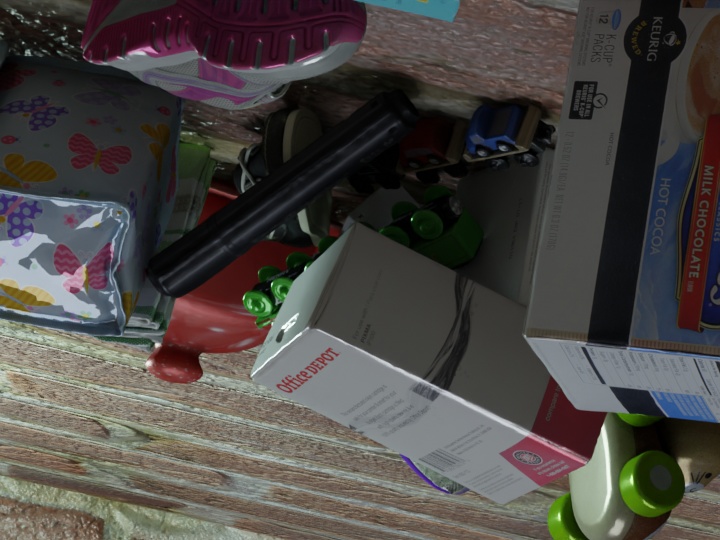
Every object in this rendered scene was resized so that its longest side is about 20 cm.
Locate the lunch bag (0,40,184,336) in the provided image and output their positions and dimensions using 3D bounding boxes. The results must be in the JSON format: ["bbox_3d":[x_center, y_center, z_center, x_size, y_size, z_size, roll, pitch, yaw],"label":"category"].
[{"bbox_3d":[-0.226,-0.060,1.285,0.198,0.170,0.128,9,124,5],"label":"lunch bag"}]

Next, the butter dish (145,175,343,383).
[{"bbox_3d":[-0.130,0.014,1.551,0.198,0.149,0.200,18,164,-18],"label":"butter dish"}]

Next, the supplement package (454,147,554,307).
[{"bbox_3d":[0.167,0.009,1.373,0.199,0.115,0.109,20,161,-25],"label":"supplement package"}]

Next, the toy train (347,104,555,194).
[{"bbox_3d":[0.049,-0.081,1.303,0.046,0.034,0.199,35,155,-31],"label":"toy train"}]

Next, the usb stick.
[{"bbox_3d":[-0.050,-0.048,1.263,0.199,0.033,0.055,-35,175,9],"label":"usb stick"}]

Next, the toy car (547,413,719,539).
[{"bbox_3d":[0.291,0.177,1.841,0.198,0.159,0.164,6,157,-23],"label":"toy car"}]

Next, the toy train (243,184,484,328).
[{"bbox_3d":[0.000,0.000,1.370,0.199,0.042,0.056,-25,114,37],"label":"toy train"}]

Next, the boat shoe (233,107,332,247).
[{"bbox_3d":[-0.056,-0.059,1.376,0.067,0.072,0.200,7,166,3],"label":"boat shoe"}]

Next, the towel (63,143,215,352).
[{"bbox_3d":[-0.186,-0.035,1.375,0.148,0.201,0.031,13,132,-1],"label":"towel"}]

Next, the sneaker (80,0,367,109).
[{"bbox_3d":[-0.063,-0.135,1.122,0.199,0.082,0.088,8,168,45],"label":"sneaker"}]

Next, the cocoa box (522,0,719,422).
[{"bbox_3d":[0.177,-0.032,1.058,0.130,0.202,0.133,5,163,21],"label":"cocoa box"}]

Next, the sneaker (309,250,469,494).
[{"bbox_3d":[0.027,0.078,1.463,0.069,0.201,0.100,-32,166,-11],"label":"sneaker"}]

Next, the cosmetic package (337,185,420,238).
[{"bbox_3d":[0.068,0.030,1.450,0.200,0.051,0.083,49,166,4],"label":"cosmetic package"}]

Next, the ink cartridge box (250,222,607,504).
[{"bbox_3d":[0.047,0.063,1.302,0.199,0.083,0.146,27,157,-10],"label":"ink cartridge box"}]

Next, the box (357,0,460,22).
[{"bbox_3d":[-0.041,-0.179,0.987,0.198,0.050,0.082,12,164,-1],"label":"box"}]
